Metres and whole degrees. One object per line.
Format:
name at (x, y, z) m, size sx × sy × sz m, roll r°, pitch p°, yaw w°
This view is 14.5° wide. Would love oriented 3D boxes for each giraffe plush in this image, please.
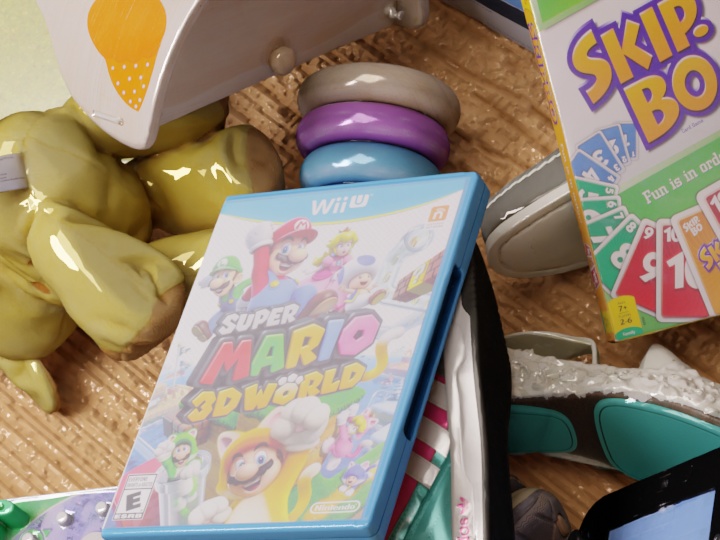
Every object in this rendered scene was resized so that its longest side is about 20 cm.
giraffe plush at (-0.152, -0.010, 1.444) m, size 0.200 × 0.162 × 0.173 m, roll 3°, pitch 62°, yaw -24°

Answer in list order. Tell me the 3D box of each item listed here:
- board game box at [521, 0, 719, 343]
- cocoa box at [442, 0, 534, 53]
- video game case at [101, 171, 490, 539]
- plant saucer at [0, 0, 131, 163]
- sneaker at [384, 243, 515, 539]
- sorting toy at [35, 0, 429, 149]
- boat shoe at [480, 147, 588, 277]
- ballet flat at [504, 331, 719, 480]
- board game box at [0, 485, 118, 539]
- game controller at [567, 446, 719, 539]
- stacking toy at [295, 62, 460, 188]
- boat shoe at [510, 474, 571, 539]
board game box at (0.141, -0.073, 1.358) m, size 0.095 × 0.030 × 0.200 m, roll -14°, pitch 87°, yaw -7°
cocoa box at (0.116, -0.229, 1.465) m, size 0.133 × 0.131 × 0.200 m, roll 34°, pitch 79°, yaw 29°
video game case at (-0.029, 0.041, 1.300) m, size 0.143 × 0.018 × 0.200 m, roll -5°, pitch 49°, yaw 31°
plant saucer at (-0.193, -0.143, 1.556) m, size 0.200 × 0.048 × 0.200 m, roll -4°, pitch 78°, yaw 17°
sneaker at (0.007, 0.080, 1.314) m, size 0.121 × 0.084 × 0.200 m, roll -8°, pitch 59°, yaw 13°
sorting toy at (-0.095, -0.166, 1.428) m, size 0.180 × 0.107 × 0.200 m, roll 27°, pitch 39°, yaw 36°
boat shoe at (0.144, -0.064, 1.412) m, size 0.202 × 0.072 × 0.060 m, roll -28°, pitch 59°, yaw -4°
ballet flat at (0.116, 0.060, 1.363) m, size 0.200 × 0.072 × 0.072 m, roll 8°, pitch 68°, yaw 21°
board game box at (-0.114, 0.196, 1.396) m, size 0.200 × 0.026 × 0.200 m, roll -8°, pitch 63°, yaw 15°
game controller at (0.137, 0.139, 1.259) m, size 0.042 × 0.200 × 0.104 m, roll 24°, pitch 69°, yaw -12°
stacking toy at (0.000, 0.000, 1.432) m, size 0.085 × 0.085 × 0.200 m, roll 1°, pitch 72°, yaw 19°
boat shoe at (0.015, 0.174, 1.343) m, size 0.200 × 0.075 × 0.073 m, roll -43°, pitch 46°, yaw -18°
